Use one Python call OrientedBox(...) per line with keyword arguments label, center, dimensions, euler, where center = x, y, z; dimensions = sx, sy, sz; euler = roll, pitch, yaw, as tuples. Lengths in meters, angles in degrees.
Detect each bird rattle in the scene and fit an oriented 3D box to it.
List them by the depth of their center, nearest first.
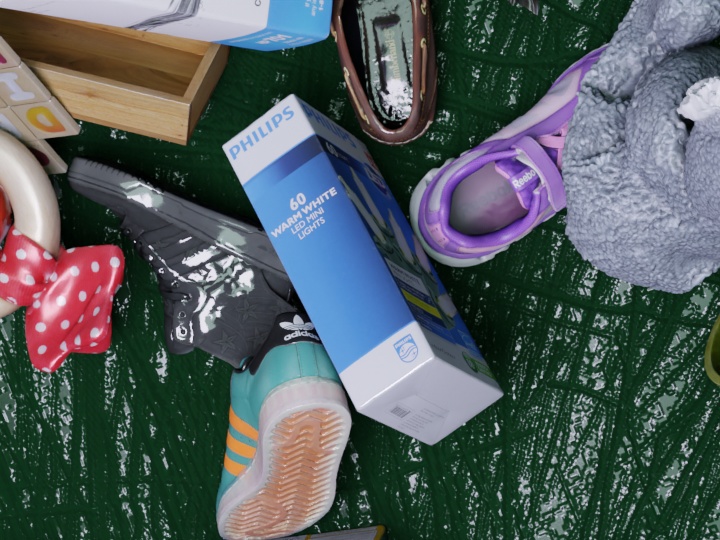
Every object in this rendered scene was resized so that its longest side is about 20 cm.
OrientedBox(label="bird rattle", center=(-0.245, -0.012, 1.398), dimensions=(0.199, 0.113, 0.164), euler=(-5, 100, 22))

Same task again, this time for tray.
OrientedBox(label="tray", center=(-0.191, -0.141, 1.413), dimensions=(0.199, 0.099, 0.037), euler=(13, 130, 6))

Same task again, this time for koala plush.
OrientedBox(label="koala plush", center=(0.223, -0.065, 1.287), dimensions=(0.177, 0.200, 0.184), euler=(44, 80, -20))

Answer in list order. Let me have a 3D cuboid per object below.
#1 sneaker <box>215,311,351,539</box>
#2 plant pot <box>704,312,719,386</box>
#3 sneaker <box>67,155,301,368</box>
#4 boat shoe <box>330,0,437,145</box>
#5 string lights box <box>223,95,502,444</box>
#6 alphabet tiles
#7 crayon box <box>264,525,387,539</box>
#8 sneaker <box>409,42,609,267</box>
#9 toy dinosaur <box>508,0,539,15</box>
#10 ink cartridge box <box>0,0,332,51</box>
OrientedBox(label="sneaker", center=(-0.050, 0.101, 1.402), dimensions=(0.071, 0.200, 0.080), euler=(1, 56, -17))
OrientedBox(label="plant pot", center=(0.345, 0.057, 1.336), dimensions=(0.193, 0.200, 0.200), euler=(43, 98, -11))
OrientedBox(label="sneaker", center=(-0.109, 0.008, 1.433), dimensions=(0.199, 0.060, 0.104), euler=(23, 96, -6))
OrientedBox(label="boat shoe", center=(0.011, -0.179, 1.402), dimensions=(0.070, 0.070, 0.201), euler=(-13, 92, 8))
OrientedBox(label="string lights box", center=(0.000, 0.000, 1.353), dimensions=(0.059, 0.103, 0.200), euler=(-35, 62, 14))
OrientedBox(label="alphabet tiles", center=(-0.274, -0.118, 1.384), dimensions=(0.166, 0.200, 0.006), euler=(-5, 52, 31))
OrientedBox(label="crayon box", center=(-0.052, 0.210, 1.377), dimensions=(0.125, 0.200, 0.052), euler=(-8, 94, 7))
OrientedBox(label="sneaker", center=(0.118, -0.070, 1.390), dimensions=(0.200, 0.088, 0.081), euler=(-36, 89, 7))
OrientedBox(label="toy dinosaur", center=(0.095, -0.236, 1.353), dimensions=(0.102, 0.200, 0.136), euler=(18, 107, -24))
OrientedBox(label="ink cartridge box", center=(-0.117, -0.221, 1.346), dimensions=(0.199, 0.086, 0.147), euler=(6, 88, -33))
